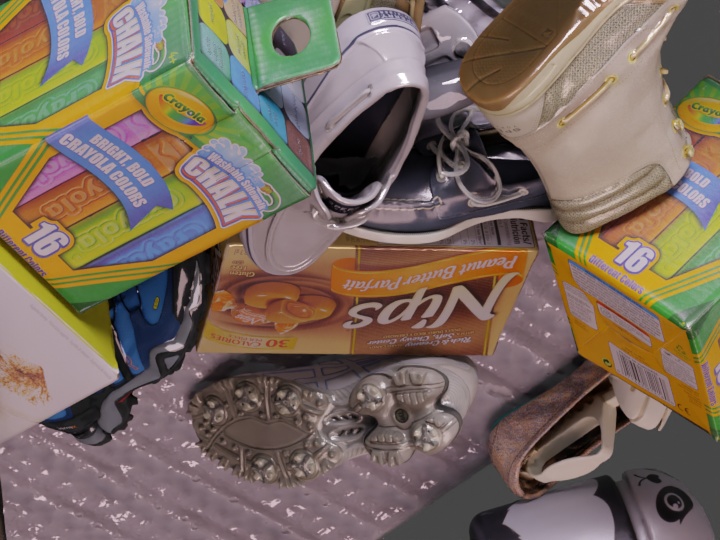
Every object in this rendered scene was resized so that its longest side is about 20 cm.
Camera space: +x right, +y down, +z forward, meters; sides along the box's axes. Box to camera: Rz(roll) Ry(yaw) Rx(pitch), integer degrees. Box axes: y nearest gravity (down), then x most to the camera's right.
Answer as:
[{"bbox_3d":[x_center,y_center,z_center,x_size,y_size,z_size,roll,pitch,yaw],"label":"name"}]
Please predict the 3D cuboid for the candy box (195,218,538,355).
[{"bbox_3d":[0.000,0.000,1.734,0.199,0.056,0.116,0,144,-15],"label":"candy box"}]

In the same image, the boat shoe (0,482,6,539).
[{"bbox_3d":[-0.232,0.090,1.469,0.073,0.076,0.201,-6,137,-5],"label":"boat shoe"}]

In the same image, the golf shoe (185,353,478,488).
[{"bbox_3d":[-0.014,0.091,1.823,0.199,0.097,0.079,-4,106,25],"label":"golf shoe"}]

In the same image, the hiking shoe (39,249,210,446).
[{"bbox_3d":[-0.160,0.038,1.727,0.086,0.075,0.200,14,131,-27],"label":"hiking shoe"}]

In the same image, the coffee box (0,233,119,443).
[{"bbox_3d":[-0.275,-0.020,1.543,0.197,0.201,0.200,-28,136,15],"label":"coffee box"}]

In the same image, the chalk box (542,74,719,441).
[{"bbox_3d":[0.230,-0.023,1.694,0.200,0.124,0.124,-45,143,-18],"label":"chalk box"}]

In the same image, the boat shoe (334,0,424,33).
[{"bbox_3d":[0.032,-0.191,1.523,0.063,0.073,0.201,13,132,-11],"label":"boat shoe"}]

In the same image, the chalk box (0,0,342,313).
[{"bbox_3d":[-0.105,-0.093,1.468,0.199,0.125,0.124,-27,134,17],"label":"chalk box"}]

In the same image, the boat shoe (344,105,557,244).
[{"bbox_3d":[0.071,-0.061,1.680,0.199,0.075,0.062,-3,139,-13],"label":"boat shoe"}]

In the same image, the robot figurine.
[{"bbox_3d":[0.148,0.209,1.913,0.199,0.151,0.125,-16,158,-2],"label":"robot figurine"}]

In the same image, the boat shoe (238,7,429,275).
[{"bbox_3d":[-0.017,-0.057,1.570,0.073,0.066,0.200,2,137,-23],"label":"boat shoe"}]

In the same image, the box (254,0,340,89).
[{"bbox_3d":[-0.056,-0.166,1.540,0.082,0.069,0.200,5,134,-19],"label":"box"}]

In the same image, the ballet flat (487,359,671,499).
[{"bbox_3d":[0.171,0.091,1.873,0.068,0.067,0.200,29,123,-35],"label":"ballet flat"}]

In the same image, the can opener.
[{"bbox_3d":[-0.017,-0.096,1.629,0.199,0.067,0.053,-22,107,15],"label":"can opener"}]

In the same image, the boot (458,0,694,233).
[{"bbox_3d":[0.163,-0.127,1.606,0.200,0.072,0.155,-43,135,-4],"label":"boot"}]
